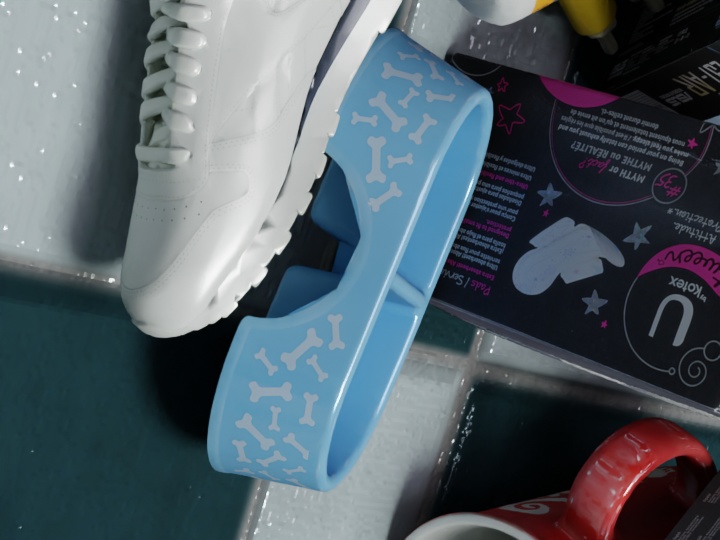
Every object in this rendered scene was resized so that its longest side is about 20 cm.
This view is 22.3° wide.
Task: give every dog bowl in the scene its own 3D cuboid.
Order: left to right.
[{"bbox_3d":[0.000,0.000,0.766,0.111,0.049,0.202,36,76,-76],"label":"dog bowl"}]

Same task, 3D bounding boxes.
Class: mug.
[{"bbox_3d":[0.134,0.163,0.935,0.199,0.177,0.134,-8,68,-50],"label":"mug"}]

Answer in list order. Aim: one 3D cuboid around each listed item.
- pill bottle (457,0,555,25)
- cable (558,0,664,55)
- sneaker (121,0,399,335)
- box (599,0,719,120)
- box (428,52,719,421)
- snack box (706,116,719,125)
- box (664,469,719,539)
[{"bbox_3d":[0.110,-0.191,0.718,0.199,0.116,0.117,-30,129,-8],"label":"pill bottle"},{"bbox_3d":[0.085,-0.178,0.819,0.200,0.050,0.098,28,90,-50],"label":"cable"},{"bbox_3d":[-0.052,-0.074,0.696,0.080,0.076,0.202,30,78,-39],"label":"sneaker"},{"bbox_3d":[0.191,-0.154,0.852,0.043,0.200,0.161,28,82,-8],"label":"box"},{"bbox_3d":[0.128,-0.005,0.824,0.132,0.199,0.116,22,90,-49],"label":"box"},{"bbox_3d":[0.280,-0.141,0.977,0.199,0.068,0.169,-22,156,-44],"label":"snack box"},{"bbox_3d":[0.179,0.194,0.886,0.200,0.049,0.159,-39,128,-45],"label":"box"}]
